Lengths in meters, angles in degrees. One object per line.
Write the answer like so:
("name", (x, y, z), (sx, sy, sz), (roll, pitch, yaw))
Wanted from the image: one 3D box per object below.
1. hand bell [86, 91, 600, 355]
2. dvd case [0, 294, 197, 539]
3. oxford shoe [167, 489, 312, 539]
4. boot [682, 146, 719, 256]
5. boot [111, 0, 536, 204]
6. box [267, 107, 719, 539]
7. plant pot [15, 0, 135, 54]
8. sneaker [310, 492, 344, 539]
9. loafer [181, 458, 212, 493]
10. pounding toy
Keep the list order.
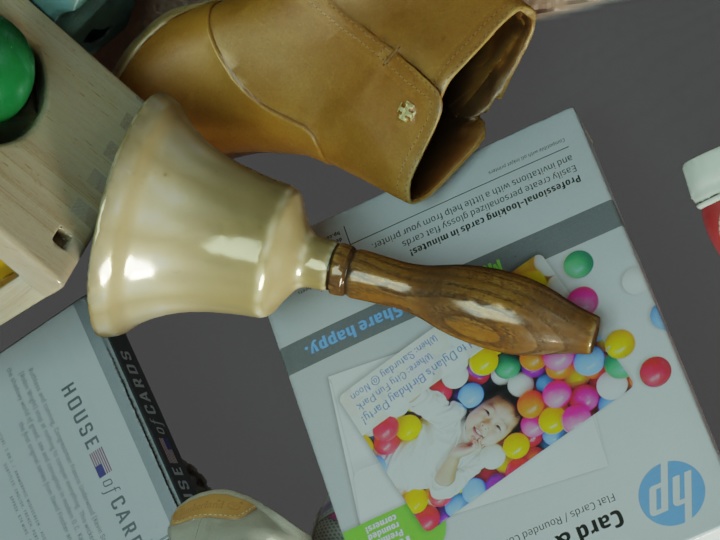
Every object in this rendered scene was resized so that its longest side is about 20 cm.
("hand bell", (0.000, 0.000, 1.207), (0.199, 0.104, 0.105), (14, 101, 10))
("dvd case", (-0.161, 0.124, 1.326), (0.200, 0.025, 0.151), (-33, 72, 23))
("oxford shoe", (-0.030, 0.153, 1.253), (0.075, 0.200, 0.058), (-11, 53, 17))
("boot", (0.243, -0.015, 1.188), (0.200, 0.072, 0.145), (-25, 87, 30))
("boot", (-0.026, -0.066, 1.266), (0.201, 0.071, 0.144), (-52, 56, 11))
("box", (0.055, 0.052, 1.223), (0.155, 0.041, 0.201), (-24, 63, 9))
("plant pot", (-0.156, -0.205, 1.264), (0.196, 0.200, 0.200), (36, 107, 6))
("sneaker", (0.061, 0.143, 1.255), (0.200, 0.081, 0.088), (33, 77, 22))
("loafer", (-0.078, 0.185, 1.333), (0.068, 0.076, 0.201), (-21, 79, 23))
("pounding toy", (-0.205, -0.053, 1.206), (0.184, 0.142, 0.200), (41, 141, -18))
